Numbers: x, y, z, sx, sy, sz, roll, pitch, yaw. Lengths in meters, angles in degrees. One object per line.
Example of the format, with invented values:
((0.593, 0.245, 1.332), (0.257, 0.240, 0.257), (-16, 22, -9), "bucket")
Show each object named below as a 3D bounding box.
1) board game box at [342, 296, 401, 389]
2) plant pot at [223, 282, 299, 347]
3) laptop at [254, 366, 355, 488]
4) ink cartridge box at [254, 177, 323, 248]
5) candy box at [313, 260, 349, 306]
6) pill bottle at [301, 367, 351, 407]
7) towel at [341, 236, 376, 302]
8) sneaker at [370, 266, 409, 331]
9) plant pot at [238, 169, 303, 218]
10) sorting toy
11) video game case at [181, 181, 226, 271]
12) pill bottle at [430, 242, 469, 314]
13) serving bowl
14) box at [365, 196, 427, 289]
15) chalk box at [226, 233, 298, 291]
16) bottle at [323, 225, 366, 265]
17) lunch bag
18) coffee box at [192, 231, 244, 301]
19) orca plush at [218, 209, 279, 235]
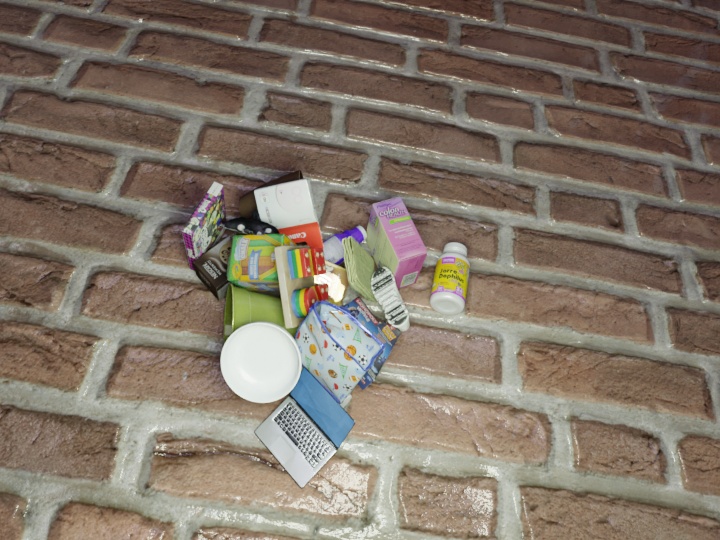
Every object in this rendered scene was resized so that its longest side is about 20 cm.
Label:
((0.015, 0.181, 1.525), (0.201, 0.062, 0.199), (52, 40, 7), "board game box")
((-0.260, 0.140, 1.504), (0.185, 0.201, 0.204), (4, 59, -19), "plant pot")
((-0.141, 0.385, 1.387), (0.200, 0.116, 0.187), (-43, 73, -14), "laptop")
((-0.200, -0.144, 1.595), (0.158, 0.057, 0.205), (-10, 97, 11), "ink cartridge box")
((-0.131, 0.021, 1.607), (0.196, 0.055, 0.118), (23, 86, -7), "candy box")
((-0.116, 0.279, 1.472), (0.112, 0.113, 0.200), (-35, 70, -24), "pill bottle")
((0.000, 0.000, 1.606), (0.036, 0.200, 0.152), (-15, 67, 18), "towel")
((0.086, 0.082, 1.591), (0.074, 0.081, 0.203), (-26, 58, 10), "sneaker")
((-0.259, -0.188, 1.697), (0.195, 0.188, 0.191), (-10, 61, 0), "plant pot")
((-0.139, 0.034, 1.471), (0.068, 0.200, 0.204), (-8, 90, 16), "sorting toy")
((-0.438, -0.120, 1.606), (0.035, 0.201, 0.184), (21, 58, 3), "video game case")
((0.270, 0.020, 1.681), (0.102, 0.105, 0.204), (14, 59, 0), "pill bottle")
((-0.238, 0.215, 1.384), (0.194, 0.066, 0.206), (0, 103, 1), "serving bowl")
((0.101, -0.075, 1.670), (0.095, 0.177, 0.203), (-16, 63, -17), "box")
((-0.275, -0.018, 1.517), (0.195, 0.124, 0.128), (-2, 74, 15), "chalk box")
((-0.067, -0.066, 1.704), (0.199, 0.065, 0.084), (-36, 82, -25), "bottle")
((-0.065, 0.187, 1.376), (0.199, 0.171, 0.124), (39, 40, 7), "lunch bag")
((-0.367, -0.025, 1.630), (0.113, 0.080, 0.199), (42, 63, 15), "coffee box")
((-0.301, -0.132, 1.589), (0.197, 0.104, 0.073), (15, 85, 39), "orca plush")
